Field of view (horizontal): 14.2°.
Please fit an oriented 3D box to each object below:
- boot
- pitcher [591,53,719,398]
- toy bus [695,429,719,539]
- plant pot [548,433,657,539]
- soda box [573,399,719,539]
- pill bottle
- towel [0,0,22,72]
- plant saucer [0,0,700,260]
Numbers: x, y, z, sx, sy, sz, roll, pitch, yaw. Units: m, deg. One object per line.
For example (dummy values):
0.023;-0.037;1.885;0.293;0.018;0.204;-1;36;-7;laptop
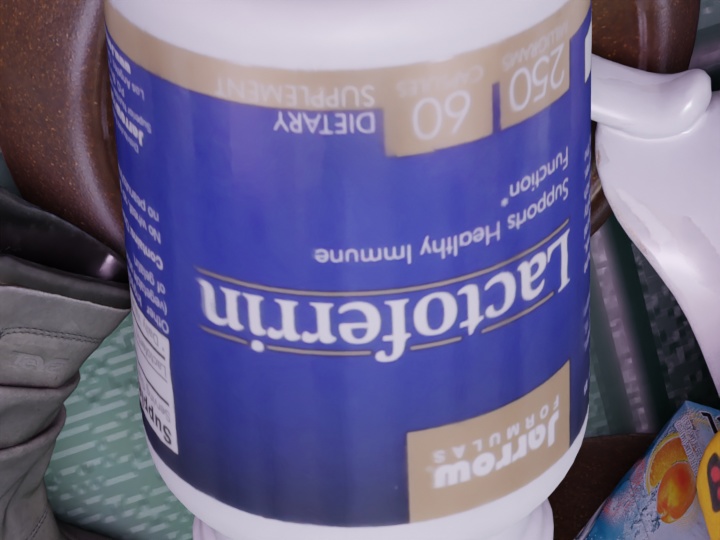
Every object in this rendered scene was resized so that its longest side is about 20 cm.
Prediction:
-0.091;0.049;0.757;0.200;0.068;0.131;18;114;-47;boot
0.140;-0.057;0.708;0.200;0.121;0.172;-29;115;37;pitcher
0.186;0.054;0.702;0.200;0.065;0.078;1;149;-32;toy bus
0.094;0.174;0.815;0.186;0.200;0.187;-4;115;-9;plant pot
0.154;0.101;0.767;0.200;0.068;0.064;18;124;-27;soda box
0.000;0.000;0.716;0.115;0.116;0.200;-8;122;-8;pill bottle
-0.100;-0.146;0.728;0.147;0.024;0.200;35;105;-26;towel
0.002;-0.057;0.772;0.200;0.035;0.201;-8;121;-13;plant saucer
